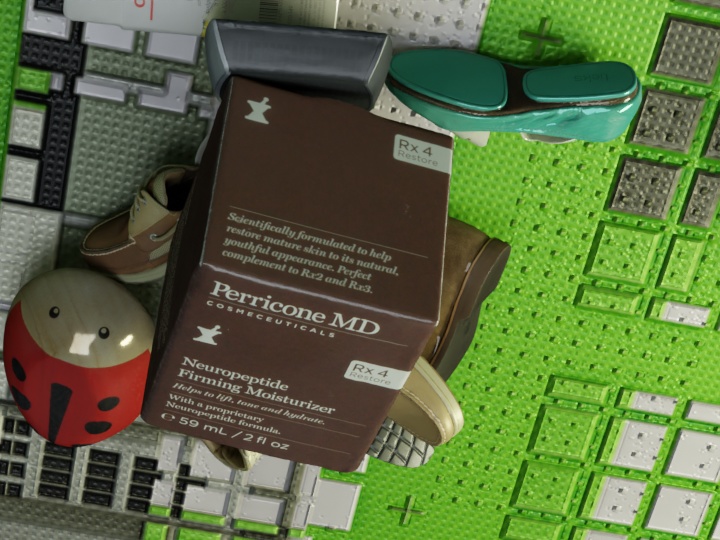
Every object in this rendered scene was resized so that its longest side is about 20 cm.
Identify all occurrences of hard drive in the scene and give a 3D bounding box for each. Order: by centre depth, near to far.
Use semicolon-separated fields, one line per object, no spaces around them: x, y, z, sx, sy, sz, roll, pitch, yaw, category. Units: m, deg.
-0.046;-0.142;1.403;0.133;0.200;0.043;5;87;-3;hard drive

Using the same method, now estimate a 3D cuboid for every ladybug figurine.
-0.230;0.080;1.582;0.134;0.072;0.201;18;141;3;ladybug figurine

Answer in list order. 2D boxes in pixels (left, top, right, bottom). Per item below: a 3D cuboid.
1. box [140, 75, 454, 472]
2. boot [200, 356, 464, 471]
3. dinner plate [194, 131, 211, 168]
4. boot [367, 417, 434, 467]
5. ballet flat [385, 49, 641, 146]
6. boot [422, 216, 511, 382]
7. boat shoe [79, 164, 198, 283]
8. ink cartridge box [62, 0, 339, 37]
-0.045;0.007;1.351;0.164;0.165;0.201;14;142;-10;box
-0.035;0.101;1.477;0.199;0.156;0.073;39;149;3;boot
-0.031;-0.063;1.516;0.198;0.024;0.201;11;144;8;dinner plate
-0.037;0.099;1.601;0.199;0.131;0.068;26;80;-10;boot
0.113;-0.123;1.488;0.198;0.068;0.071;3;137;1;ballet flat
0.054;0.041;1.602;0.075;0.074;0.201;30;123;13;boot
-0.137;-0.049;1.506;0.198;0.076;0.074;-15;128;30;boat shoe
-0.112;-0.234;1.413;0.198;0.068;0.117;5;122;-5;ink cartridge box
